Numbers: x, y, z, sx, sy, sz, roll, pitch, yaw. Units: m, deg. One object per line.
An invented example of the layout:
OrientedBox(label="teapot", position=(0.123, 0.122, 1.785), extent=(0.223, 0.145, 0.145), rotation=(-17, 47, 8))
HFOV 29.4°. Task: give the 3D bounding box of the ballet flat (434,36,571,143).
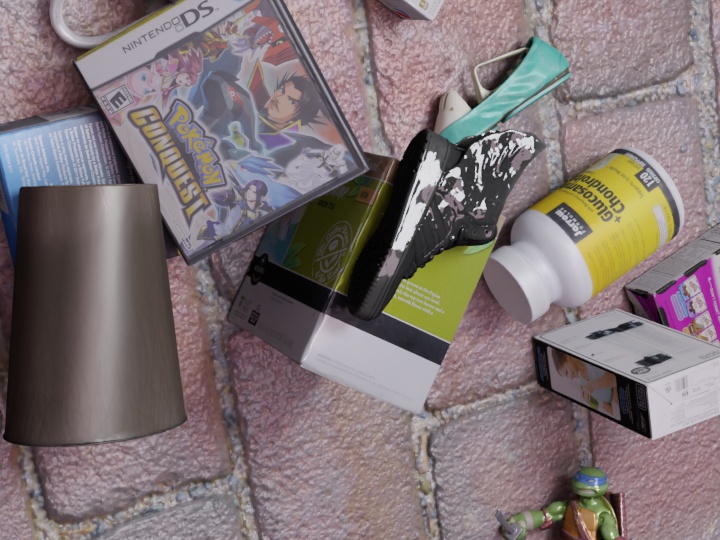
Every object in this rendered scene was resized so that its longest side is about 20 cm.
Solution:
OrientedBox(label="ballet flat", position=(0.121, -0.164, 1.373), extent=(0.200, 0.067, 0.070), rotation=(-40, 90, -13))

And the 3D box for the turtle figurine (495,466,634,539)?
OrientedBox(label="turtle figurine", position=(0.219, 0.320, 1.468), extent=(0.143, 0.200, 0.195), rotation=(1, 107, 9))

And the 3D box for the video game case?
OrientedBox(label="video game case", position=(-0.116, -0.132, 1.159), extent=(0.180, 0.026, 0.201), rotation=(-27, 101, 9))

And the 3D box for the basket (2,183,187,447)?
OrientedBox(label="basket", position=(-0.219, 0.030, 1.129), extent=(0.180, 0.135, 0.201), rotation=(-8, 98, -68))

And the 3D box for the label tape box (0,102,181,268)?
OrientedBox(label="label tape box", position=(-0.219, -0.075, 1.219), extent=(0.199, 0.063, 0.145), rotation=(-16, 106, -22))

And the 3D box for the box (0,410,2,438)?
OrientedBox(label="box", position=(-0.410, 0.144, 1.124), extent=(0.199, 0.148, 0.108), rotation=(6, 98, -26))

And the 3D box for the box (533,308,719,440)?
OrientedBox(label="box", position=(0.282, 0.102, 1.419), extent=(0.116, 0.200, 0.060), rotation=(-17, 109, -24))

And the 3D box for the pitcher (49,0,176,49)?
OrientedBox(label="pitcher", position=(-0.165, -0.267, 1.188), extent=(0.199, 0.121, 0.172), rotation=(5, 116, -16))

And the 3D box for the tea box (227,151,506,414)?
OrientedBox(label="tea box", position=(0.000, 0.000, 1.263), extent=(0.133, 0.200, 0.198), rotation=(26, 87, -26))

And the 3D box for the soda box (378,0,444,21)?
OrientedBox(label="soda box", position=(0.078, -0.340, 1.309), extent=(0.068, 0.064, 0.201), rotation=(30, 86, -27))

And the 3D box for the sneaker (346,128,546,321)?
OrientedBox(label="sneaker", position=(0.071, -0.038, 1.144), extent=(0.104, 0.060, 0.201), rotation=(24, 85, -22))

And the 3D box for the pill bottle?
OrientedBox(label="pill bottle", position=(0.227, -0.033, 1.414), extent=(0.200, 0.112, 0.112), rotation=(-34, 113, -16))

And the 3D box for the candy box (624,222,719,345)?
OrientedBox(label="candy box", position=(0.407, 0.029, 1.542), extent=(0.199, 0.061, 0.137), rotation=(-31, 111, -17))
